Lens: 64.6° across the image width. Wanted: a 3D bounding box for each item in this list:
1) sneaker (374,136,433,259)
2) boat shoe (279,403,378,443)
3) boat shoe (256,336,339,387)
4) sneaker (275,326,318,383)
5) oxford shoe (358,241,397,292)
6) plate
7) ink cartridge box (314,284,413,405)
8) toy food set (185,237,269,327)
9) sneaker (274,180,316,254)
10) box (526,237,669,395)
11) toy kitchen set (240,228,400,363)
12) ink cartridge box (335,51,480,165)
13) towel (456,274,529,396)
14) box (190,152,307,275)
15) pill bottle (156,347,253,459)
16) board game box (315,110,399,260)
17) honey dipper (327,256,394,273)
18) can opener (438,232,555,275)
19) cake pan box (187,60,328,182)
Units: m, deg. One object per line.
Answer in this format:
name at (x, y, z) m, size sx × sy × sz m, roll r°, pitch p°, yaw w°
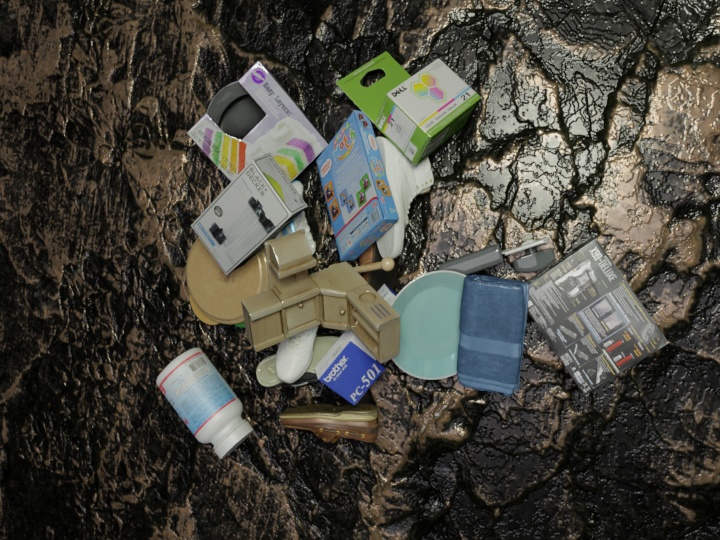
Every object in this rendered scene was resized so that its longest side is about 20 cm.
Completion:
sneaker at (0.080, -0.122, 0.977) m, size 0.073 × 0.113 × 0.207 m, roll -2°, pitch 91°, yaw 58°
boat shoe at (-0.061, 0.291, 1.068) m, size 0.194 × 0.072 × 0.070 m, roll -3°, pitch 90°, yaw 14°
boat shoe at (-0.097, 0.176, 1.083) m, size 0.194 × 0.068 × 0.074 m, roll -16°, pitch 65°, yaw 4°
sneaker at (-0.109, 0.102, 1.036) m, size 0.069 × 0.080 × 0.205 m, roll 17°, pitch 76°, yaw 15°
oxford shoe at (0.024, -0.024, 1.040) m, size 0.070 × 0.070 × 0.207 m, roll 9°, pitch 99°, yaw 46°
plate at (0.133, 0.094, 0.991) m, size 0.194 × 0.026 × 0.206 m, roll -3°, pitch 110°, yaw -8°
ink cartridge box at (0.016, 0.134, 1.017) m, size 0.093 × 0.044 × 0.201 m, roll 37°, pitch 96°, yaw -23°
toy food set at (-0.256, 0.010, 1.124) m, size 0.192 × 0.049 × 0.207 m, roll 0°, pitch 93°, yaw 16°
sneaker at (-0.122, -0.065, 1.073) m, size 0.078 × 0.076 × 0.207 m, roll 7°, pitch 91°, yaw -8°
box at (0.374, 0.074, 0.936) m, size 0.156 × 0.050 × 0.202 m, roll -36°, pitch 83°, yaw 15°
toy kitchen set at (-0.065, 0.053, 0.880) m, size 0.180 × 0.196 × 0.167 m, roll 42°, pitch 144°, yaw 45°
ink cartridge box at (0.077, -0.299, 0.952) m, size 0.200 × 0.076 × 0.147 m, roll 46°, pitch 60°, yaw 8°
towel at (0.220, 0.108, 0.957) m, size 0.109 × 0.048 × 0.206 m, roll 9°, pitch 113°, yaw 21°
box at (-0.200, -0.097, 1.009) m, size 0.198 × 0.060 × 0.118 m, roll -35°, pitch 92°, yaw 32°
pill bottle at (-0.302, 0.262, 1.120) m, size 0.109 × 0.108 × 0.201 m, roll -43°, pitch 80°, yaw 14°
board game box at (-0.011, -0.143, 0.980) m, size 0.151 × 0.036 × 0.205 m, roll -39°, pitch 61°, yaw 50°
honey dipper at (0.000, 0.000, 0.988) m, size 0.198 × 0.037 × 0.039 m, roll -8°, pitch 91°, yaw 59°
can opener at (0.231, -0.015, 0.973) m, size 0.195 × 0.053 × 0.068 m, roll -15°, pitch 90°, yaw 17°
cake pan box at (-0.186, -0.244, 1.035) m, size 0.183 × 0.052 × 0.201 m, roll -41°, pitch 108°, yaw 4°
